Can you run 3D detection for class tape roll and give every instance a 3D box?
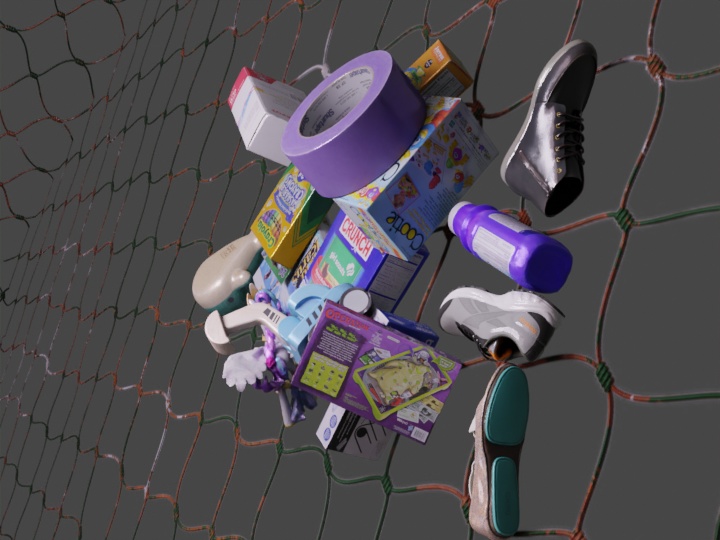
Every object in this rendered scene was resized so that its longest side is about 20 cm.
[{"bbox_3d":[-0.011,-0.204,1.301,0.198,0.085,0.202,-31,32,22],"label":"tape roll"}]

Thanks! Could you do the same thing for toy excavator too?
[{"bbox_3d":[-0.095,0.077,1.329,0.199,0.101,0.195,34,70,29],"label":"toy excavator"}]

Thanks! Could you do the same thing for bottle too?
[{"bbox_3d":[0.177,-0.036,1.167,0.200,0.082,0.066,39,107,57],"label":"bottle"}]

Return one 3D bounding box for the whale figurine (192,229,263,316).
[{"bbox_3d":[-0.231,0.003,1.815,0.200,0.104,0.159,-47,31,-5],"label":"whale figurine"}]

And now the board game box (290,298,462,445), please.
[{"bbox_3d":[0.021,0.133,1.230,0.032,0.197,0.122,-80,16,-76],"label":"board game box"}]

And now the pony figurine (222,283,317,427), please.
[{"bbox_3d":[-0.128,0.138,1.462,0.164,0.203,0.194,-21,29,-4],"label":"pony figurine"}]

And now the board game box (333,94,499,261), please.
[{"bbox_3d":[0.076,-0.130,1.289,0.201,0.105,0.103,-49,29,-11],"label":"board game box"}]

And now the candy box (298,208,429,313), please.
[{"bbox_3d":[0.000,0.000,1.438,0.202,0.076,0.170,-59,35,19],"label":"candy box"}]

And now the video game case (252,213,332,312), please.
[{"bbox_3d":[-0.111,-0.001,1.649,0.202,0.045,0.183,-56,35,24],"label":"video game case"}]

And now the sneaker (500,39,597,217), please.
[{"bbox_3d":[0.253,-0.169,1.138,0.107,0.074,0.203,52,128,49],"label":"sneaker"}]

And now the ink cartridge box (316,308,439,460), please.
[{"bbox_3d":[0.023,0.160,1.301,0.203,0.093,0.044,-65,32,12],"label":"ink cartridge box"}]

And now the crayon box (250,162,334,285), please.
[{"bbox_3d":[-0.121,-0.094,1.621,0.202,0.051,0.126,-57,34,11],"label":"crayon box"}]

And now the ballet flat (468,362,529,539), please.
[{"bbox_3d":[0.153,0.210,1.098,0.067,0.067,0.204,-24,53,60],"label":"ballet flat"}]

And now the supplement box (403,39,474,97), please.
[{"bbox_3d":[0.071,-0.245,1.398,0.199,0.069,0.067,-41,42,16],"label":"supplement box"}]

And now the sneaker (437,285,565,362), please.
[{"bbox_3d":[0.155,0.069,1.141,0.199,0.074,0.080,-1,55,57],"label":"sneaker"}]

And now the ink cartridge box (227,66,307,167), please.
[{"bbox_3d":[-0.158,-0.285,1.773,0.086,0.146,0.201,-55,34,24],"label":"ink cartridge box"}]
